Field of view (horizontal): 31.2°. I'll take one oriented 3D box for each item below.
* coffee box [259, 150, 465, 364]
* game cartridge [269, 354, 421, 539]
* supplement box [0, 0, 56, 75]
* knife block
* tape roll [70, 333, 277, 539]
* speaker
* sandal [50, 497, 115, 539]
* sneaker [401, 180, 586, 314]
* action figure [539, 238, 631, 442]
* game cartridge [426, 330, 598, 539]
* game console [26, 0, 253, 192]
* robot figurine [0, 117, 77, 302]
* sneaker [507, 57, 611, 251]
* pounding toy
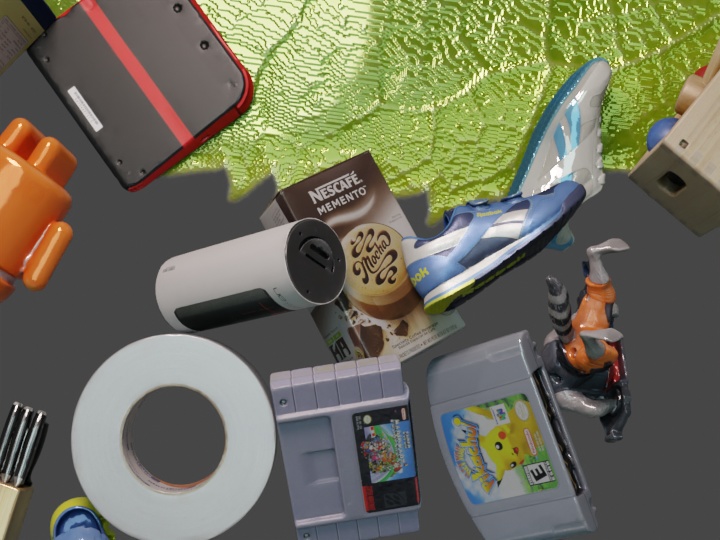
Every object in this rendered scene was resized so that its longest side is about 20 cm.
[{"bbox_3d":[0.000,0.000,1.272,0.112,0.080,0.202,-27,84,-26],"label":"coffee box"},{"bbox_3d":[-0.010,0.177,1.231,0.128,0.039,0.202,-7,121,2],"label":"game cartridge"},{"bbox_3d":[-0.455,-0.268,1.283,0.200,0.134,0.200,42,84,11],"label":"supplement box"},{"bbox_3d":[-0.356,0.236,1.260,0.174,0.064,0.202,-27,84,-3],"label":"knife block"},{"bbox_3d":[-0.179,0.163,1.263,0.197,0.066,0.203,0,89,-1],"label":"tape roll"},{"bbox_3d":[-0.106,0.007,1.227,0.081,0.199,0.082,13,71,-44],"label":"speaker"},{"bbox_3d":[-0.252,0.319,1.241,0.079,0.087,0.202,-27,85,-6],"label":"sandal"},{"bbox_3d":[0.127,-0.041,1.235,0.199,0.074,0.083,-31,73,-13],"label":"sneaker"},{"bbox_3d":[0.208,0.054,1.244,0.103,0.195,0.202,2,51,-6],"label":"action figure"},{"bbox_3d":[0.140,0.169,1.249,0.132,0.040,0.202,-21,90,41],"label":"game cartridge"},{"bbox_3d":[-0.227,-0.209,1.342,0.176,0.031,0.201,-37,83,1],"label":"game console"},{"bbox_3d":[-0.365,-0.050,1.274,0.143,0.116,0.201,36,82,-24],"label":"robot figurine"},{"bbox_3d":[0.214,-0.119,1.314,0.080,0.077,0.202,24,90,-4],"label":"sneaker"},{"bbox_3d":[0.358,-0.162,1.252,0.142,0.200,0.185,40,84,5],"label":"pounding toy"}]
